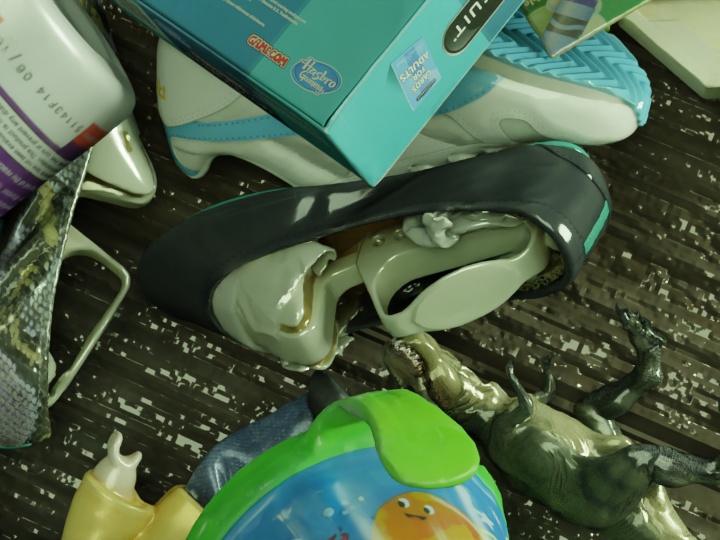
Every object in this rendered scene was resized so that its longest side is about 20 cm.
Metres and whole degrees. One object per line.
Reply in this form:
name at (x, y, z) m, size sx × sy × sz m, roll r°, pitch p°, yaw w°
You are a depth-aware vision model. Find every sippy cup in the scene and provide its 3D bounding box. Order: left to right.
sippy cup at (0.014, 0.143, 0.879) m, size 0.139 × 0.178 × 0.130 m, roll -37°, pitch 37°, yaw -1°

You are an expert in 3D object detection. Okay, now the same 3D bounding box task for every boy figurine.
boy figurine at (-0.071, 0.122, 0.956) m, size 0.200 × 0.064 × 0.125 m, roll -38°, pitch 93°, yaw -3°

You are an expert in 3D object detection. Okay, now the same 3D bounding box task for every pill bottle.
pill bottle at (-0.192, -0.045, 0.907) m, size 0.200 × 0.111 × 0.112 m, roll -37°, pitch 80°, yaw 3°

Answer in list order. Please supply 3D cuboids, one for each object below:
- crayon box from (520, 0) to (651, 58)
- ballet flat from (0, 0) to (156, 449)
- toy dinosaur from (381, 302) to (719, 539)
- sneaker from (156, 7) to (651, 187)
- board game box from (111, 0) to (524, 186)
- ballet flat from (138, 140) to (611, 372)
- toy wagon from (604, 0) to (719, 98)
crayon box at (0.079, -0.195, 0.957) m, size 0.125 × 0.052 × 0.201 m, roll -30°, pitch 57°, yaw 1°
ballet flat at (-0.120, -0.022, 0.984) m, size 0.071 × 0.072 × 0.202 m, roll 14°, pitch 79°, yaw 7°
toy dinosaur at (0.104, 0.072, 0.958) m, size 0.200 × 0.047 × 0.088 m, roll 40°, pitch 101°, yaw 9°
sneaker at (0.017, -0.069, 0.972) m, size 0.198 × 0.077 × 0.081 m, roll 7°, pitch 114°, yaw 12°
board game box at (0.010, -0.151, 0.902) m, size 0.151 × 0.047 × 0.200 m, roll 36°, pitch 84°, yaw 35°
ballet flat at (0.000, 0.000, 0.942) m, size 0.199 × 0.073 × 0.074 m, roll -13°, pitch 80°, yaw 18°
toy wagon at (0.164, -0.126, 0.984) m, size 0.154 × 0.040 × 0.202 m, roll -3°, pitch 82°, yaw 5°
